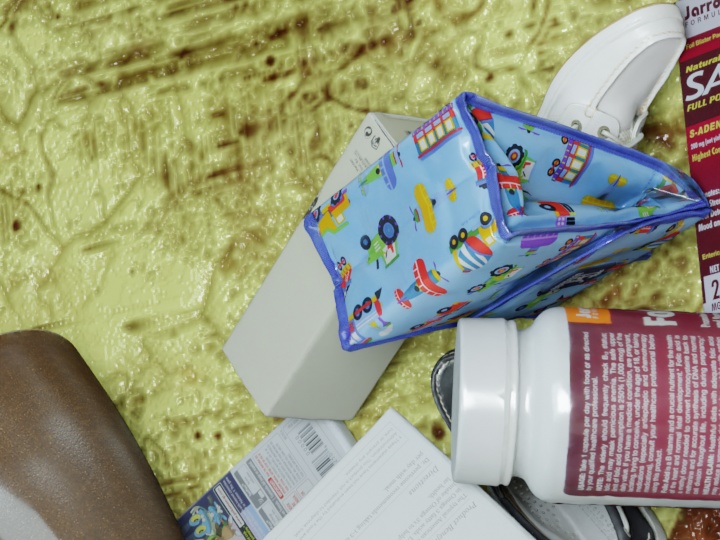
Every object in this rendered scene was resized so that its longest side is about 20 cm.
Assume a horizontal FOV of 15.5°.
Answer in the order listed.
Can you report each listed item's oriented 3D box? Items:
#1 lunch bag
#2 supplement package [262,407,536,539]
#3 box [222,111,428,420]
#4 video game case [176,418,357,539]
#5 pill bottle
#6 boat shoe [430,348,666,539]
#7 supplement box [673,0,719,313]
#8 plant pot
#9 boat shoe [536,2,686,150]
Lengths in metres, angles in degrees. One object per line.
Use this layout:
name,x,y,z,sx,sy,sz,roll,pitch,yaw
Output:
lunch bag,0.095,-0.022,1.550,0.151,0.200,0.094,-37,61,41
supplement package,0.060,0.200,1.577,0.117,0.117,0.200,-45,65,-5
box,0.000,0.000,1.655,0.200,0.082,0.068,-56,50,26
video game case,-0.038,0.213,1.703,0.182,0.023,0.200,-43,65,15
pill bottle,0.154,0.079,1.524,0.200,0.114,0.114,2,81,-1
boat shoe,0.106,0.118,1.618,0.074,0.060,0.200,-45,63,14
supplement box,0.250,-0.075,1.557,0.109,0.061,0.200,-19,70,46
plant pot,-0.195,0.171,1.701,0.200,0.187,0.187,42,102,29
boat shoe,0.143,-0.078,1.609,0.200,0.071,0.069,-53,53,37
